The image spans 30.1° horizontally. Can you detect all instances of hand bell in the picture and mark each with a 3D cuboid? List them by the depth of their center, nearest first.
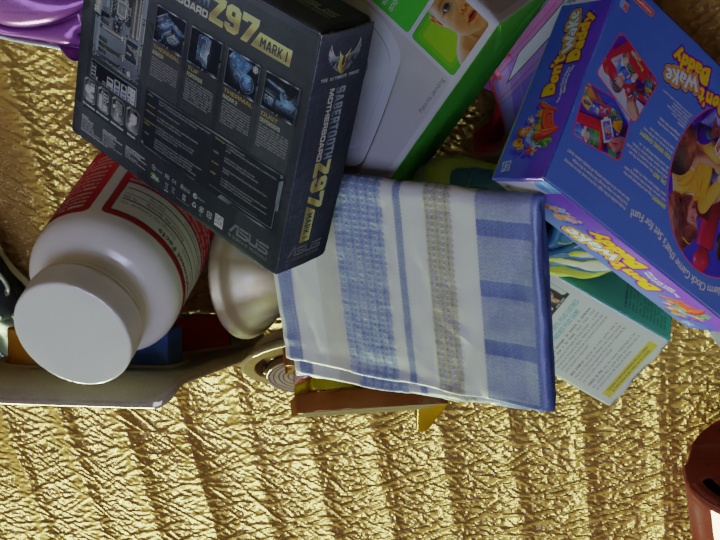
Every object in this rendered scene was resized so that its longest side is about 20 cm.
[{"bbox_3d":[0.000,0.000,0.957,0.197,0.105,0.105,1,127,29],"label":"hand bell"}]

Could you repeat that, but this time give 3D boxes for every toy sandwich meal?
[{"bbox_3d":[0.003,0.085,1.004,0.202,0.071,0.205,-3,163,-1],"label":"toy sandwich meal"}]

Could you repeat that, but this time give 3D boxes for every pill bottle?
[{"bbox_3d":[-0.167,-0.016,0.955,0.110,0.201,0.114,8,128,11],"label":"pill bottle"}]

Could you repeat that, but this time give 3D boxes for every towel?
[{"bbox_3d":[0.029,0.011,0.830,0.197,0.024,0.149,7,117,31],"label":"towel"}]

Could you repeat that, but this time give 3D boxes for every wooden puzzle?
[{"bbox_3d":[-0.189,0.058,1.033,0.182,0.200,0.047,0,99,16],"label":"wooden puzzle"}]

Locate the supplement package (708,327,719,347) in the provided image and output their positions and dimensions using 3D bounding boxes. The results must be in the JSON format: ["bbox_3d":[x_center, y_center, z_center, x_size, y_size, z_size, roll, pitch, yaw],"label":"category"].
[{"bbox_3d":[0.338,-0.002,0.870,0.199,0.114,0.109,-34,112,33],"label":"supplement package"}]

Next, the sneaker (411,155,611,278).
[{"bbox_3d":[0.132,-0.026,0.879,0.197,0.105,0.077,5,102,-25],"label":"sneaker"}]

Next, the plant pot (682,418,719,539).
[{"bbox_3d":[0.332,0.215,0.996,0.198,0.201,0.198,-9,114,22],"label":"plant pot"}]

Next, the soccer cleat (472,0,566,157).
[{"bbox_3d":[0.105,-0.156,0.855,0.075,0.067,0.202,-6,130,2],"label":"soccer cleat"}]

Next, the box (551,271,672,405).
[{"bbox_3d":[0.125,0.014,0.987,0.198,0.049,0.083,30,129,-6],"label":"box"}]

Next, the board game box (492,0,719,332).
[{"bbox_3d":[0.182,-0.067,0.820,0.199,0.136,0.045,33,164,-33],"label":"board game box"}]

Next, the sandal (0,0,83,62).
[{"bbox_3d":[-0.190,-0.178,0.939,0.199,0.050,0.083,1,126,15],"label":"sandal"}]

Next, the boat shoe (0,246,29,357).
[{"bbox_3d":[-0.322,0.009,1.110,0.075,0.061,0.202,-9,123,22],"label":"boat shoe"}]

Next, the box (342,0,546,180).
[{"bbox_3d":[-0.005,-0.157,0.836,0.176,0.097,0.200,43,133,5],"label":"box"}]

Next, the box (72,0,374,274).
[{"bbox_3d":[-0.091,-0.116,0.812,0.199,0.051,0.160,33,128,28],"label":"box"}]
